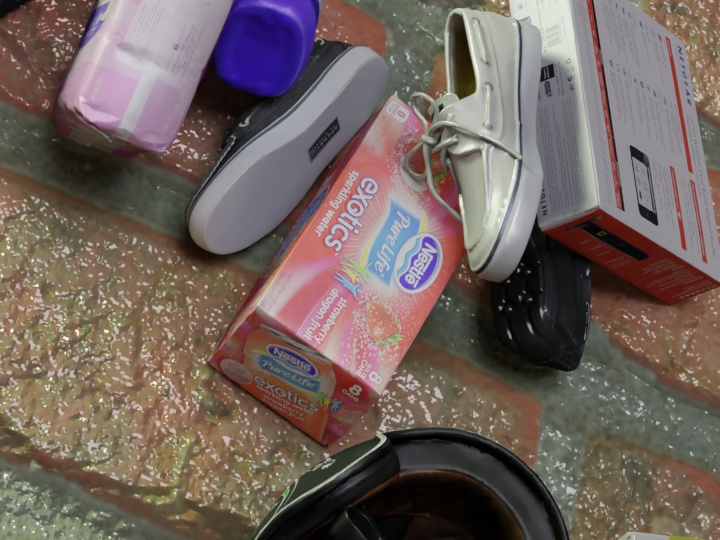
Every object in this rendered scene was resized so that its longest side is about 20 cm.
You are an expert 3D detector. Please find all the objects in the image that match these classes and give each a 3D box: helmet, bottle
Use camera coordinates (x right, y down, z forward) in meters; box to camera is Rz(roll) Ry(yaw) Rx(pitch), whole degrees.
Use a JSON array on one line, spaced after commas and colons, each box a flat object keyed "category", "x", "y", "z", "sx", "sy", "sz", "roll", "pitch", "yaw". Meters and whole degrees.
[{"category": "helmet", "x": 0.024, "y": 0.192, "z": 1.499, "sx": 0.200, "sy": 0.200, "sz": 0.191, "roll": 56, "pitch": 18, "yaw": 10}, {"category": "bottle", "x": -0.052, "y": -0.202, "z": 1.711, "sx": 0.065, "sy": 0.084, "sz": 0.200, "roll": 18, "pitch": 39, "yaw": -4}]

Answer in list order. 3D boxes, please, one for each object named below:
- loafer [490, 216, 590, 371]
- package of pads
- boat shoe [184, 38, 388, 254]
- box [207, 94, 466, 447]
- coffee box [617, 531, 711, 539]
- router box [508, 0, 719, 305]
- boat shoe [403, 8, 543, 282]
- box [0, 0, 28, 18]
[{"category": "loafer", "x": 0.127, "y": -0.022, "z": 1.736, "sx": 0.070, "sy": 0.068, "sz": 0.201, "roll": 35, "pitch": 45, "yaw": -40}, {"category": "package of pads", "x": -0.127, "y": -0.171, "z": 1.615, "sx": 0.075, "sy": 0.120, "sz": 0.201, "roll": 25, "pitch": 84, "yaw": -17}, {"category": "boat shoe", "x": -0.058, "y": -0.085, "z": 1.686, "sx": 0.056, "sy": 0.069, "sz": 0.200, "roll": 24, "pitch": 53, "yaw": 28}, {"category": "box", "x": 0.000, "y": 0.000, "z": 1.643, "sx": 0.102, "sy": 0.095, "sz": 0.200, "roll": 36, "pitch": 56, "yaw": -5}, {"category": "coffee box", "x": 0.214, "y": 0.293, "z": 1.528, "sx": 0.197, "sy": 0.200, "sz": 0.201, "roll": 7, "pitch": 62, "yaw": -22}, {"category": "router box", "x": 0.178, "y": -0.096, "z": 1.746, "sx": 0.179, "sy": 0.049, "sz": 0.201, "roll": 28, "pitch": 49, "yaw": -50}, {"category": "boat shoe", "x": 0.068, "y": -0.089, "z": 1.617, "sx": 0.086, "sy": 0.075, "sz": 0.203, "roll": 17, "pitch": 57, "yaw": -19}, {"category": "box", "x": -0.263, "y": -0.246, "z": 1.645, "sx": 0.148, "sy": 0.104, "sz": 0.200, "roll": 47, "pitch": 57, "yaw": 5}]
